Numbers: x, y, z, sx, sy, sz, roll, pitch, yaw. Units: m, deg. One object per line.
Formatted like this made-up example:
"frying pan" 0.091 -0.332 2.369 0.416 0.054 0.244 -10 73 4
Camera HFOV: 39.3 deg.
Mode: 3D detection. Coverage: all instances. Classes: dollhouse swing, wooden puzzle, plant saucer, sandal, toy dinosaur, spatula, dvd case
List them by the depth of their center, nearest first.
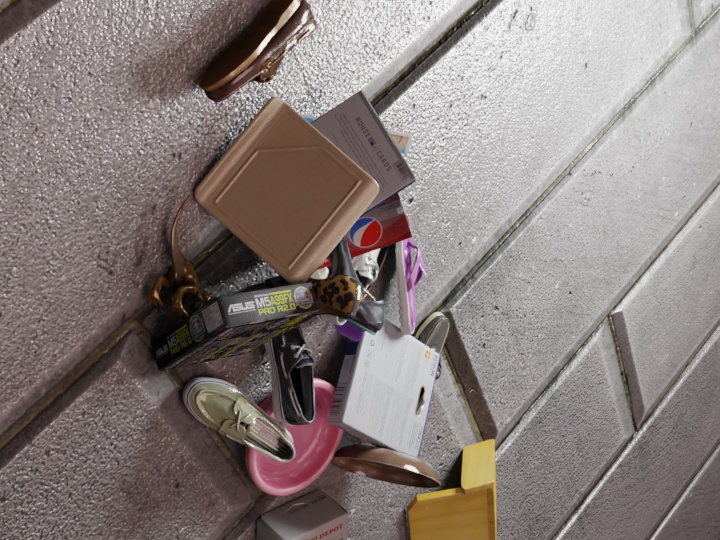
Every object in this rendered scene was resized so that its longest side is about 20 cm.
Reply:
"toy dinosaur" -0.249 0.003 1.395 0.202 0.060 0.107 74 32 -42
"wooden puzzle" -0.102 -0.109 1.402 0.199 0.037 0.186 40 90 -2
"dvd case" -0.042 -0.138 1.427 0.199 0.151 0.025 -32 177 0
"plant saucer" -0.113 0.265 1.644 0.199 0.051 0.203 -20 121 -37
"spatula" 0.015 0.016 1.668 0.021 0.056 0.202 69 45 -74
"sandal" 0.089 0.008 1.698 0.083 0.049 0.206 -64 153 -68
"plant saucer" 0.044 0.336 1.741 0.200 0.198 0.033 34 61 -47
"dollhouse swing" 0.190 0.475 2.058 0.183 0.173 0.203 -77 163 -58

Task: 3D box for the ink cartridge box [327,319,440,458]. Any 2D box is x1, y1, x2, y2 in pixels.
"ink cartridge box" 0.044 0.197 1.711 0.199 0.043 0.199 35 61 -40

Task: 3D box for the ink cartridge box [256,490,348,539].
"ink cartridge box" -0.103 0.505 1.742 0.145 0.082 0.203 -16 119 -39

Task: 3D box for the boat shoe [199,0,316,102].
"boat shoe" -0.131 -0.290 1.353 0.200 0.070 0.071 -48 131 -18

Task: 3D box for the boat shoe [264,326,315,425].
"boat shoe" -0.102 0.136 1.540 0.071 0.067 0.204 -1 85 -47

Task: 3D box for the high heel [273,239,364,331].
"high heel" -0.075 0.063 1.426 0.071 0.143 0.200 29 118 -31

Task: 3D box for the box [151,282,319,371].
"box" -0.176 0.079 1.399 0.159 0.199 0.045 -10 75 -41

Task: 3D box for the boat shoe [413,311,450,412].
"boat shoe" 0.117 0.176 1.820 0.072 0.066 0.203 33 84 -46

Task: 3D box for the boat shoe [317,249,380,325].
"boat shoe" 0.000 0.000 1.621 0.073 0.066 0.202 31 86 -48

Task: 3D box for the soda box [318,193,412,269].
"soda box" -0.028 -0.059 1.480 0.197 0.064 0.071 -18 121 3

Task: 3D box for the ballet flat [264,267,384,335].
"ballet flat" -0.049 0.033 1.545 0.198 0.073 0.074 23 92 -13

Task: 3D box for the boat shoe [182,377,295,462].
"boat shoe" -0.175 0.223 1.510 0.199 0.062 0.073 33 83 -24

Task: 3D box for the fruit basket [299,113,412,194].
"fruit basket" -0.027 -0.130 1.514 0.198 0.094 0.188 4 115 -36
